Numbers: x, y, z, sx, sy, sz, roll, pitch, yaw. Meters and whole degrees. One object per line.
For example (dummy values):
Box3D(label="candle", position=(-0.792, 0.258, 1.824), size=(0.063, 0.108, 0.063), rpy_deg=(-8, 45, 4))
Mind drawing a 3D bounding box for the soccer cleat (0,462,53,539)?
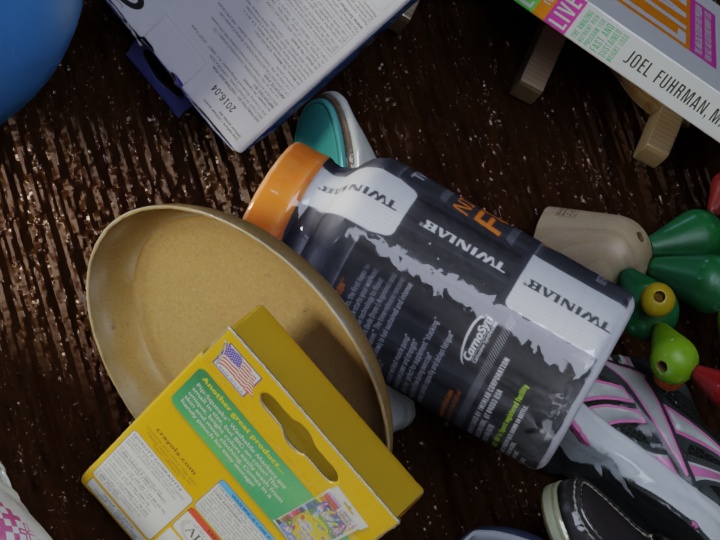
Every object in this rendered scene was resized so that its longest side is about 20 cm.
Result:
Box3D(label="soccer cleat", position=(-0.224, 0.090, 1.078), size=(0.200, 0.070, 0.087), rpy_deg=(36, 71, -2))

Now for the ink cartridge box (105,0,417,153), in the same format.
Box3D(label="ink cartridge box", position=(-0.055, -0.162, 1.133), size=(0.200, 0.076, 0.137), rpy_deg=(-40, 91, 20))

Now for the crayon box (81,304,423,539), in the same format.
Box3D(label="crayon box", position=(-0.052, 0.104, 1.045), size=(0.126, 0.200, 0.052), rpy_deg=(49, 51, 2))

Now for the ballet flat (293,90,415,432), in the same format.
Box3D(label="ballet flat", position=(0.000, 0.000, 1.165), size=(0.069, 0.069, 0.201), rpy_deg=(-1, 80, -13))

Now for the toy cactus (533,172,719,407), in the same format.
Box3D(label="toy cactus", position=(0.179, -0.003, 1.175), size=(0.164, 0.103, 0.200), rpy_deg=(18, 45, 17))

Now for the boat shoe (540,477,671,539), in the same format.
Box3D(label="boat shoe", position=(0.177, 0.180, 1.127), size=(0.200, 0.065, 0.073), rpy_deg=(46, 27, -19))

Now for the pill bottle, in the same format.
Box3D(label="pill bottle", position=(0.033, 0.011, 1.068), size=(0.199, 0.106, 0.107), rpy_deg=(30, 71, 6))

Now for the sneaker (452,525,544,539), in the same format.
Box3D(label="sneaker", position=(0.018, 0.194, 1.087), size=(0.199, 0.109, 0.070), rpy_deg=(-24, 82, -18))

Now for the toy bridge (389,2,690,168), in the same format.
Box3D(label="toy bridge", position=(0.112, -0.134, 1.238), size=(0.199, 0.027, 0.068), rpy_deg=(27, 70, -6))

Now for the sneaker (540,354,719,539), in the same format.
Box3D(label="sneaker", position=(0.139, 0.079, 1.174), size=(0.200, 0.080, 0.086), rpy_deg=(42, 60, -9))

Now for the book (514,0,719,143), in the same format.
Box3D(label="book", position=(0.165, -0.141, 1.196), size=(0.199, 0.048, 0.134), rpy_deg=(33, 26, -9))

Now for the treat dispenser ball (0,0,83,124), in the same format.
Box3D(label="treat dispenser ball", position=(-0.243, -0.161, 1.069), size=(0.200, 0.201, 0.202), rpy_deg=(3, 75, -12))

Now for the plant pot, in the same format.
Box3D(label="plant pot", position=(-0.060, 0.048, 1.069), size=(0.200, 0.200, 0.027), rpy_deg=(48, 51, 2))
